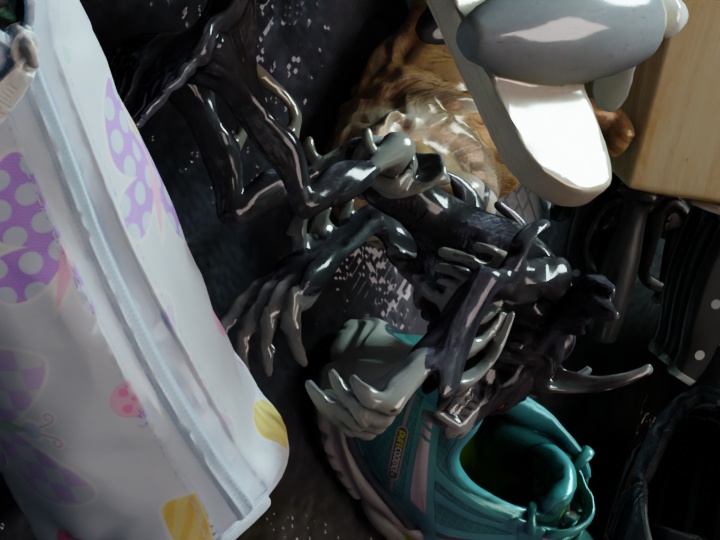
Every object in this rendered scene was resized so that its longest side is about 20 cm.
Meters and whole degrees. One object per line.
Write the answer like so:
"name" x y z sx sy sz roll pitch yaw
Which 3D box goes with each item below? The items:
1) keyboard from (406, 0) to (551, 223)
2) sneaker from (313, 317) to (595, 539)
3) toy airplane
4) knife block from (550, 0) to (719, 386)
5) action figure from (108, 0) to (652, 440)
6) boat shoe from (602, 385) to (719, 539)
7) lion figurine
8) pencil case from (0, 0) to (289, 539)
"keyboard" 0.041 -0.098 0.863 0.056 0.011 0.201 -52 133 -39
"sneaker" 0.054 0.092 0.834 0.200 0.079 0.078 51 52 -44
"toy airplane" 0.025 -0.142 0.668 0.200 0.141 0.200 49 30 -24
"knife block" 0.133 -0.062 0.846 0.064 0.200 0.177 8 64 -15
"action figure" 0.000 0.000 0.703 0.200 0.119 0.102 42 75 -21
"boat shoe" 0.123 0.149 0.922 0.091 0.070 0.201 92 10 -65
"lion figurine" 0.045 -0.100 0.813 0.122 0.072 0.202 10 79 -33
"pencil case" -0.088 -0.008 0.615 0.083 0.090 0.201 -52 133 -39
